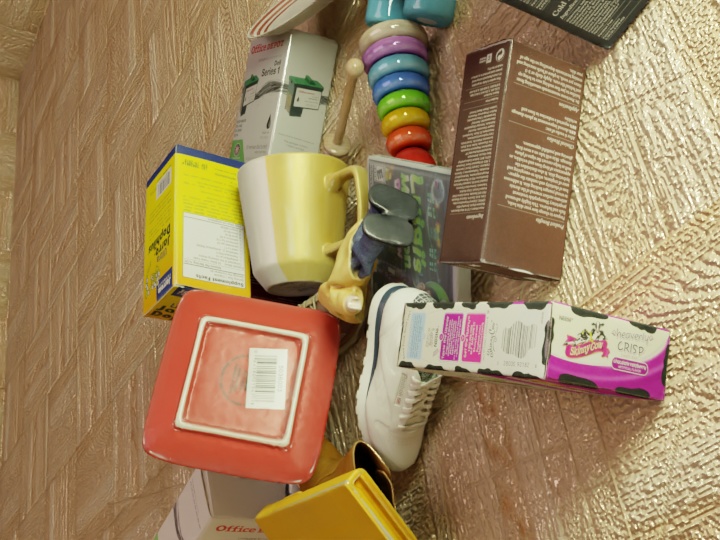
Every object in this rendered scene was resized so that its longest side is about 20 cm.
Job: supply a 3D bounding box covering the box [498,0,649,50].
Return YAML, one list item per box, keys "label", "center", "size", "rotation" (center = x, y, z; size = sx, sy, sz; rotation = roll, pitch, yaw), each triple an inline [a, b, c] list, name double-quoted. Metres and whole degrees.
- label: "box"
  center: [0.157, -0.323, 0.850]
  size: [0.105, 0.179, 0.203]
  rotation: [-52, 41, 37]

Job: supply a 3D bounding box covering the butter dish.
- label: "butter dish"
  center: [-0.131, 0.148, 1.101]
  size: [0.149, 0.195, 0.204]
  rotation: [96, -176, -65]

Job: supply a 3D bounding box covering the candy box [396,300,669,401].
- label: "candy box"
  center: [0.140, 0.066, 0.803]
  size: [0.199, 0.134, 0.063]
  rotation: [-5, 75, 58]

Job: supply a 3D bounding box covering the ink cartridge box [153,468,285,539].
- label: "ink cartridge box"
  center: [-0.174, 0.344, 1.234]
  size: [0.201, 0.143, 0.085]
  rotation: [-57, 38, 33]

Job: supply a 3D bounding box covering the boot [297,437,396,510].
- label: "boot"
  center: [-0.015, 0.224, 1.047]
  size: [0.203, 0.069, 0.146]
  rotation: [59, 150, 34]

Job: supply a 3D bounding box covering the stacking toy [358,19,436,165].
- label: "stacking toy"
  center: [0.048, -0.181, 1.096]
  size: [0.085, 0.084, 0.205]
  rotation: [-30, 60, 51]

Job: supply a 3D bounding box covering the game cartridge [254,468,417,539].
- label: "game cartridge"
  center: [-0.007, 0.299, 0.979]
  size: [0.178, 0.032, 0.199]
  rotation: [53, 141, -3]

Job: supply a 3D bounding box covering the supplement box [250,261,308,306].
- label: "supplement box"
  center: [-0.128, 0.055, 1.283]
  size: [0.061, 0.107, 0.205]
  rotation: [-24, 60, 53]

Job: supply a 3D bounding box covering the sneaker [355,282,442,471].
- label: "sneaker"
  center: [0.047, 0.118, 0.982]
  size: [0.080, 0.075, 0.205]
  rotation: [19, 114, 50]

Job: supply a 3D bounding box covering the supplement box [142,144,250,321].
- label: "supplement box"
  center: [-0.217, -0.043, 1.252]
  size: [0.109, 0.107, 0.204]
  rotation: [-36, 50, 48]

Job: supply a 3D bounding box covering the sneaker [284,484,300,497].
- label: "sneaker"
  center: [-0.065, 0.255, 1.163]
  size: [0.072, 0.071, 0.204]
  rotation: [121, 137, -71]

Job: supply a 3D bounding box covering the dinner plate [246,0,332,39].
- label: "dinner plate"
  center: [-0.073, -0.375, 1.316]
  size: [0.198, 0.024, 0.201]
  rotation: [-30, 23, 14]

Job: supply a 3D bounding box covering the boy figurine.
- label: "boy figurine"
  center: [0.000, 0.000, 1.029]
  size: [0.201, 0.063, 0.126]
  rotation: [116, 168, -51]

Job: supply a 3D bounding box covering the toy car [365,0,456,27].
- label: "toy car"
  center: [0.015, -0.395, 1.093]
  size: [0.176, 0.196, 0.189]
  rotation: [13, 92, 59]

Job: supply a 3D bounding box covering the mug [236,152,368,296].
- label: "mug"
  center: [-0.078, -0.057, 1.194]
  size: [0.187, 0.146, 0.157]
  rotation: [138, 131, -68]

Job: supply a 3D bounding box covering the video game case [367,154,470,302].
- label: "video game case"
  center: [0.060, -0.013, 1.016]
  size: [0.181, 0.023, 0.205]
  rotation: [22, 117, 59]

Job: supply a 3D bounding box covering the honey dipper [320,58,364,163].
- label: "honey dipper"
  center: [-0.019, -0.190, 1.179]
  size: [0.201, 0.037, 0.039]
  rotation: [111, 155, -60]

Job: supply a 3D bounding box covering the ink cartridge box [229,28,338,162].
- label: "ink cartridge box"
  center: [-0.114, -0.235, 1.373]
  size: [0.145, 0.083, 0.205]
  rotation: [7, 87, 59]

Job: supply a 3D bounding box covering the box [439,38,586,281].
- label: "box"
  center: [0.143, -0.098, 0.885]
  size: [0.074, 0.098, 0.205]
  rotation: [-2, 78, 58]

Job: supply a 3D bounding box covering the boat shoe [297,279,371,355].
- label: "boat shoe"
  center: [-0.049, 0.068, 1.181]
  size: [0.202, 0.071, 0.076]
  rotation: [-58, 37, 31]
